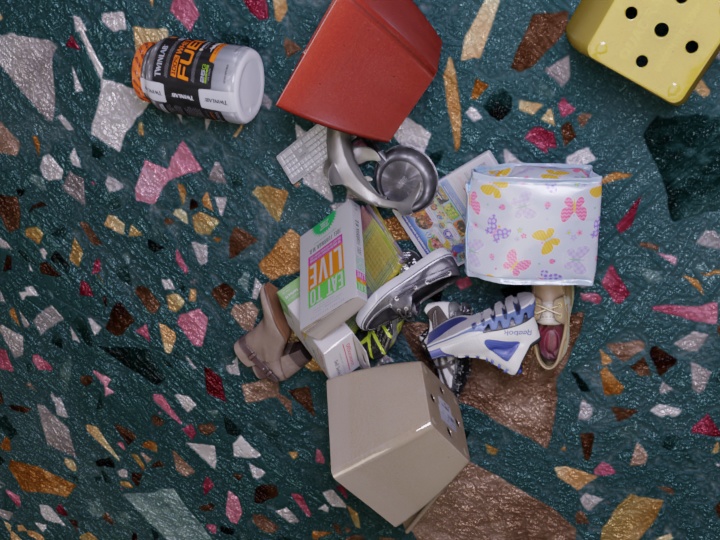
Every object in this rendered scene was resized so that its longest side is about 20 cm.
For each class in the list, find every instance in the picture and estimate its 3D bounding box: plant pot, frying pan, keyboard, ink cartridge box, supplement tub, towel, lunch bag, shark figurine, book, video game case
[{"bbox_3d":[0.387,-0.326,1.047,0.197,0.177,0.202,29,124,3],"label":"plant pot"},{"bbox_3d":[0.056,-0.181,1.334,0.113,0.031,0.193,-19,105,29],"label":"frying pan"},{"bbox_3d":[-0.064,-0.217,1.372,0.198,0.011,0.057,-31,99,36],"label":"keyboard"},{"bbox_3d":[-0.062,0.117,1.445,0.200,0.067,0.118,49,164,32],"label":"ink cartridge box"},{"bbox_3d":[-0.267,-0.315,1.343,0.196,0.123,0.125,11,120,15],"label":"supplement tub"},{"bbox_3d":[0.000,0.000,1.422,0.201,0.022,0.145,-57,51,33],"label":"towel"},{"bbox_3d":[0.012,-0.312,1.205,0.174,0.202,0.201,30,125,-12],"label":"plant pot"},{"bbox_3d":[0.257,-0.074,1.244,0.195,0.127,0.174,-1,107,5],"label":"lunch bag"},{"bbox_3d":[-0.008,-0.145,1.315,0.215,0.089,0.128,48,128,5],"label":"shark figurine"},{"bbox_3d":[-0.045,-0.004,1.383,0.048,0.203,0.133,27,132,-35],"label":"book"},{"bbox_3d":[0.072,0.272,1.380,0.175,0.202,0.200,-30,128,19],"label":"plant pot"},{"bbox_3d":[0.168,-0.090,1.354,0.198,0.018,0.144,-28,104,31],"label":"video game case"}]

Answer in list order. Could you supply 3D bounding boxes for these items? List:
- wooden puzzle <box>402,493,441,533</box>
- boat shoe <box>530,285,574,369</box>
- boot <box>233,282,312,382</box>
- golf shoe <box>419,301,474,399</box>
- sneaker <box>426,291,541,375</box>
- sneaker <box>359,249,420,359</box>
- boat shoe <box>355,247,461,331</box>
[{"bbox_3d":[0.087,0.369,1.563,0.202,0.046,0.187,57,137,30],"label":"wooden puzzle"},{"bbox_3d":[0.316,0.071,1.351,0.072,0.067,0.204,-1,116,22],"label":"boat shoe"},{"bbox_3d":[-0.186,0.129,1.581,0.144,0.070,0.203,-17,109,30],"label":"boot"},{"bbox_3d":[0.150,0.145,1.460,0.093,0.078,0.205,12,113,25],"label":"golf shoe"},{"bbox_3d":[0.212,0.126,1.342,0.196,0.081,0.117,-22,103,18],"label":"sneaker"},{"bbox_3d":[0.053,0.054,1.449,0.074,0.076,0.203,27,105,12],"label":"sneaker"},{"bbox_3d":[0.083,0.047,1.360,0.198,0.070,0.067,-36,59,4],"label":"boat shoe"}]
